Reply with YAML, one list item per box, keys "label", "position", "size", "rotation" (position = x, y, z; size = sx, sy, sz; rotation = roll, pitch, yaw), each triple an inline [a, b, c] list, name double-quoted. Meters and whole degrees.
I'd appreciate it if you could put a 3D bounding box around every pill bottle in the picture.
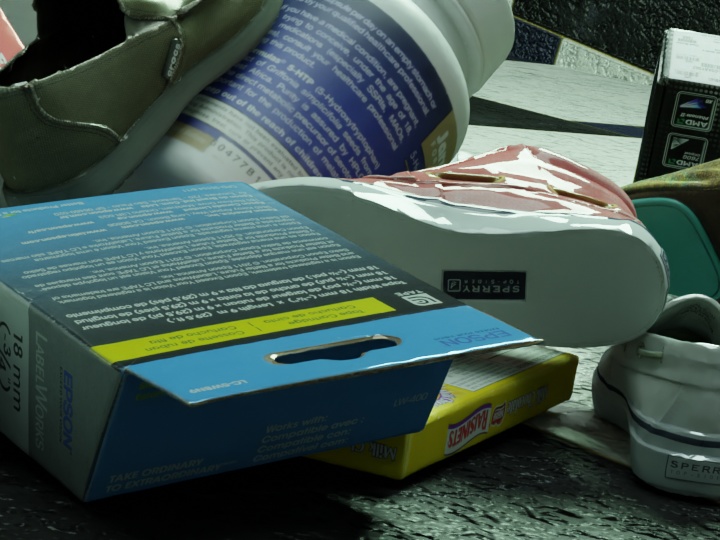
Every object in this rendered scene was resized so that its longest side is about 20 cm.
- label: "pill bottle"
  position: [-0.020, -0.070, 1.094]
  size: [0.119, 0.120, 0.200]
  rotation: [16, 52, 39]

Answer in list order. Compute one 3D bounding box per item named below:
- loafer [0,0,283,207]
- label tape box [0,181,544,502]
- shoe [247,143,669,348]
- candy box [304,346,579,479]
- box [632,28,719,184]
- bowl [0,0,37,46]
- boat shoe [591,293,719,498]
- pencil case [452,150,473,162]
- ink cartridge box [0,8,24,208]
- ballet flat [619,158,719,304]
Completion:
- label: "loafer"
  position: [-0.097, -0.107, 1.022]
  size: [0.075, 0.070, 0.200]
  rotation: [-1, 40, 33]
- label: "label tape box"
  position: [-0.052, 0.030, 0.841]
  size: [0.143, 0.064, 0.200]
  rotation: [-9, 23, -32]
- label: "shoe"
  position: [0.028, -0.012, 1.006]
  size: [0.198, 0.072, 0.091]
  rotation: [4, 20, -3]
- label: "candy box"
  position: [0.012, 0.048, 0.985]
  size: [0.102, 0.027, 0.200]
  rotation: [14, 11, 22]
- label: "box"
  position: [0.236, -0.027, 1.215]
  size: [0.198, 0.194, 0.048]
  rotation: [10, 46, 4]
- label: "bowl"
  position: [-0.170, -0.064, 1.168]
  size: [0.200, 0.091, 0.202]
  rotation: [14, 51, -17]
- label: "boat shoe"
  position: [0.145, 0.043, 1.022]
  size: [0.073, 0.067, 0.200]
  rotation: [9, 9, -3]
- label: "pencil case"
  position: [-0.012, -0.067, 1.222]
  size: [0.200, 0.091, 0.083]
  rotation: [43, 60, 12]
- label: "ink cartridge box"
  position: [-0.205, -0.067, 1.043]
  size: [0.199, 0.067, 0.117]
  rotation: [-19, 67, -39]
- label: "ballet flat"
  position: [0.170, -0.024, 1.074]
  size: [0.199, 0.071, 0.070]
  rotation: [-17, -7, 33]
